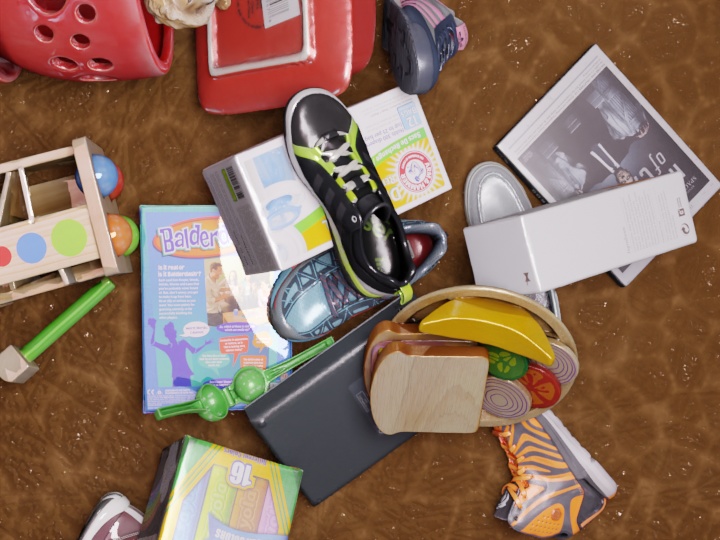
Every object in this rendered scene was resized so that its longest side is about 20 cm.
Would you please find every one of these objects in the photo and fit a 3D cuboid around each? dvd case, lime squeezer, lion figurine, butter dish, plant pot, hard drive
[{"bbox_3d":[0.256,-0.108,1.147,0.150,0.025,0.200,-45,94,-3],"label":"dvd case"},{"bbox_3d":[-0.117,0.107,1.052,0.198,0.071,0.038,-20,59,-34],"label":"lime squeezer"},{"bbox_3d":[-0.160,-0.300,0.974,0.072,0.121,0.203,-29,74,35],"label":"lion figurine"},{"bbox_3d":[-0.054,-0.254,1.063,0.197,0.147,0.205,-1,91,39],"label":"butter dish"},{"bbox_3d":[-0.275,-0.272,1.012,0.179,0.200,0.205,-5,91,3],"label":"plant pot"},{"bbox_3d":[0.001,0.129,1.089,0.198,0.033,0.141,-35,126,-5],"label":"hard drive"}]

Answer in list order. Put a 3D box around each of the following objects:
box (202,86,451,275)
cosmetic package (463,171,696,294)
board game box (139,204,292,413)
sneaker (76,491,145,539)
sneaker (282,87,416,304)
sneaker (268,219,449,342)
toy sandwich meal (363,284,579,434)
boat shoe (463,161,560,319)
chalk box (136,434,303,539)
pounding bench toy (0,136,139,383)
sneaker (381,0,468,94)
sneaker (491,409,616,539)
[{"bbox_3d":[-0.030,-0.086,1.048,0.198,0.101,0.114,-27,99,-24],"label":"box"},{"bbox_3d":[0.208,-0.034,1.049,0.197,0.101,0.073,-16,93,-28],"label":"cosmetic package"},{"bbox_3d":[-0.142,0.036,1.100,0.149,0.045,0.205,0,91,-6],"label":"board game box"},{"bbox_3d":[-0.250,0.330,1.081,0.114,0.076,0.202,31,87,-8],"label":"sneaker"},{"bbox_3d":[0.002,-0.068,0.959,0.071,0.082,0.203,-30,102,-23],"label":"sneaker"},{"bbox_3d":[0.000,0.000,1.067,0.198,0.095,0.080,-32,97,-22],"label":"sneaker"},{"bbox_3d":[0.100,0.095,1.011,0.201,0.071,0.208,6,133,6],"label":"toy sandwich meal"},{"bbox_3d":[0.160,-0.014,1.115,0.069,0.071,0.204,-18,93,-5],"label":"boat shoe"},{"bbox_3d":[-0.144,0.273,1.027,0.122,0.124,0.204,18,70,-16],"label":"chalk box"},{"bbox_3d":[-0.284,-0.007,1.046,0.153,0.124,0.204,-14,92,-5],"label":"pounding bench toy"},{"bbox_3d":[0.067,-0.220,1.045,0.080,0.201,0.071,1,121,-7],"label":"sneaker"},{"bbox_3d":[0.160,0.193,1.115,0.112,0.078,0.200,-44,94,-4],"label":"sneaker"}]
